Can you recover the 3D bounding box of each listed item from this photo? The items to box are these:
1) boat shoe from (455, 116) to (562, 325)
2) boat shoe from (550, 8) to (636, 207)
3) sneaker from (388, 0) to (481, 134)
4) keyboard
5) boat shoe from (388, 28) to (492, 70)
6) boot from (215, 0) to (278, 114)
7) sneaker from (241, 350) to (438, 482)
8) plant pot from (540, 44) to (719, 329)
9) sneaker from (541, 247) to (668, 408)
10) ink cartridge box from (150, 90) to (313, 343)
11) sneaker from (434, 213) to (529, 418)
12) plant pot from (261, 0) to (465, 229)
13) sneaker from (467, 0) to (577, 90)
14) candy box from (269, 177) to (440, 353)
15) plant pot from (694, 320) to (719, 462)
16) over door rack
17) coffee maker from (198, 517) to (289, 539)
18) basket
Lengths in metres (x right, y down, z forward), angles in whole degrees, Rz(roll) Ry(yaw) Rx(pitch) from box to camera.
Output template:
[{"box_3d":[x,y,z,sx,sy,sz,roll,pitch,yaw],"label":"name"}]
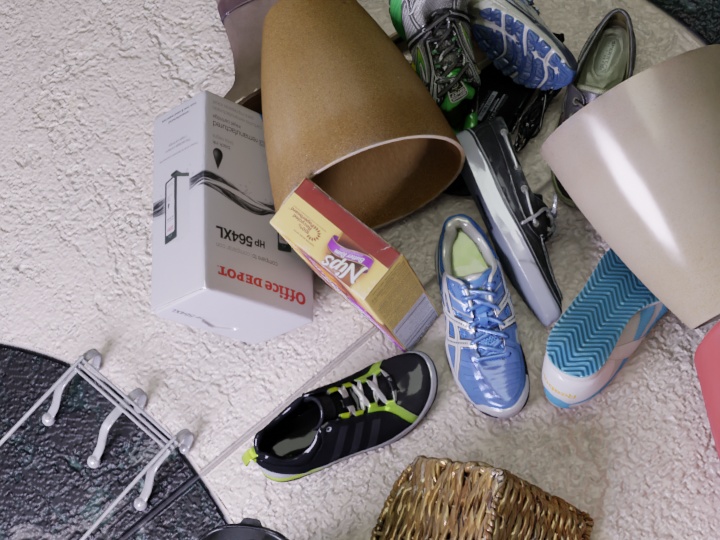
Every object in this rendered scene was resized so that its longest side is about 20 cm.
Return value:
[{"box_3d":[0.155,-0.049,1.193,0.067,0.074,0.202,-24,79,-5],"label":"boat shoe"},{"box_3d":[0.229,-0.164,1.234,0.071,0.066,0.204,12,73,14],"label":"boat shoe"},{"box_3d":[0.084,-0.207,1.195,0.077,0.201,0.086,-24,50,-3],"label":"sneaker"},{"box_3d":[0.146,-0.154,1.273,0.103,0.040,0.202,22,75,42],"label":"keyboard"},{"box_3d":[0.077,-0.233,1.285,0.198,0.065,0.073,-29,57,2],"label":"boat shoe"},{"box_3d":[-0.111,-0.238,1.320,0.198,0.070,0.147,-30,75,-16],"label":"boot"},{"box_3d":[-0.016,0.137,1.162,0.198,0.083,0.072,-31,68,-2],"label":"sneaker"},{"box_3d":[0.282,-0.059,1.094,0.185,0.187,0.202,-25,79,1],"label":"plant pot"},{"box_3d":[0.233,0.043,1.157,0.076,0.081,0.199,38,61,22],"label":"sneaker"},{"box_3d":[-0.121,-0.047,1.208,0.084,0.145,0.203,-21,63,38],"label":"ink cartridge box"},{"box_3d":[0.107,0.041,1.178,0.075,0.077,0.203,-17,69,2],"label":"sneaker"},{"box_3d":[-0.020,-0.161,1.191,0.184,0.187,0.202,-21,69,2],"label":"plant pot"},{"box_3d":[0.144,-0.263,1.235,0.200,0.077,0.085,42,65,8],"label":"sneaker"},{"box_3d":[0.000,0.000,1.146,0.116,0.200,0.057,39,84,20],"label":"candy box"},{"box_3d":[0.379,0.121,1.047,0.198,0.201,0.179,-21,57,2],"label":"plant pot"},{"box_3d":[-0.277,0.187,1.194,0.147,0.067,0.200,36,59,20],"label":"over door rack"},{"box_3d":[-0.077,0.321,1.043,0.133,0.200,0.195,-18,67,5],"label":"coffee maker"},{"box_3d":[0.093,0.281,1.101,0.141,0.148,0.203,-2,65,46],"label":"basket"}]
